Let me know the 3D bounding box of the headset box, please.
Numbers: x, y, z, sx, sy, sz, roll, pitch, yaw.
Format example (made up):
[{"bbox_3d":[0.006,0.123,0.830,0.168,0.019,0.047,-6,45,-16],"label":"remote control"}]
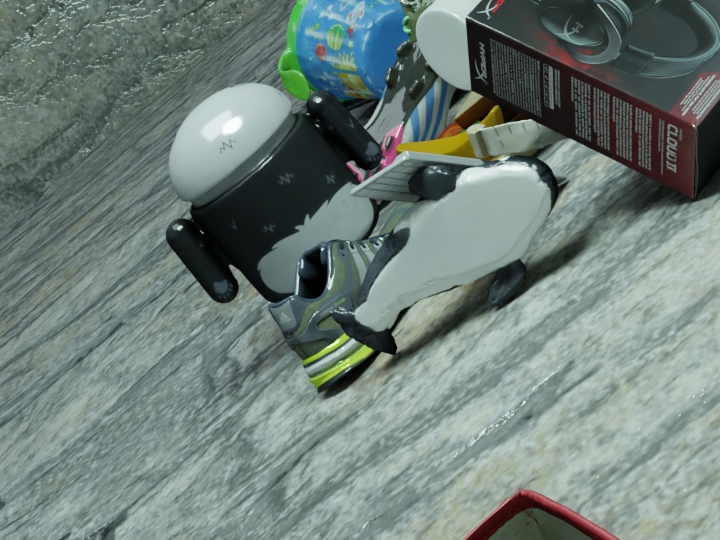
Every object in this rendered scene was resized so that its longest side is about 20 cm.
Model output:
[{"bbox_3d":[0.192,-0.149,1.405,0.199,0.077,0.149,29,61,27],"label":"headset box"}]

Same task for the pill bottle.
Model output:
[{"bbox_3d":[0.143,-0.247,1.893,0.200,0.113,0.113,-42,13,-30],"label":"pill bottle"}]

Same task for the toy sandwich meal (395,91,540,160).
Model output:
[{"bbox_3d":[0.114,-0.139,1.766,0.205,0.070,0.205,-38,14,11],"label":"toy sandwich meal"}]

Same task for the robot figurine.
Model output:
[{"bbox_3d":[-0.065,-0.056,1.712,0.124,0.200,0.150,-27,20,45],"label":"robot figurine"}]

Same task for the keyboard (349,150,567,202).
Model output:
[{"bbox_3d":[0.073,-0.061,1.527,0.056,0.011,0.199,-38,-24,31],"label":"keyboard"}]

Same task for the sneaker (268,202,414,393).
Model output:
[{"bbox_3d":[0.000,0.000,1.619,0.074,0.081,0.200,-27,19,41],"label":"sneaker"}]

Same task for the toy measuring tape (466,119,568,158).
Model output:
[{"bbox_3d":[0.175,-0.122,1.496,0.199,0.074,0.074,-12,24,21],"label":"toy measuring tape"}]

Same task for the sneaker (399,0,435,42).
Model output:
[{"bbox_3d":[0.070,-0.232,2.027,0.077,0.088,0.201,-38,-22,-52],"label":"sneaker"}]

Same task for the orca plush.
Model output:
[{"bbox_3d":[0.070,-0.017,1.494,0.201,0.105,0.071,-57,-7,31],"label":"orca plush"}]

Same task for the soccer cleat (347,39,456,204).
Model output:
[{"bbox_3d":[0.035,-0.113,1.930,0.070,0.086,0.201,35,95,39],"label":"soccer cleat"}]

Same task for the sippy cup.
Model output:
[{"bbox_3d":[0.011,-0.235,2.212,0.179,0.139,0.130,-61,32,-2],"label":"sippy cup"}]

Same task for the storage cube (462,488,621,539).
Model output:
[{"bbox_3d":[0.069,0.200,0.639,0.171,0.180,0.200,-42,13,-7],"label":"storage cube"}]

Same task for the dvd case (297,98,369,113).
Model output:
[{"bbox_3d":[0.007,-0.226,2.414,0.149,0.016,0.200,-48,16,-27],"label":"dvd case"}]
